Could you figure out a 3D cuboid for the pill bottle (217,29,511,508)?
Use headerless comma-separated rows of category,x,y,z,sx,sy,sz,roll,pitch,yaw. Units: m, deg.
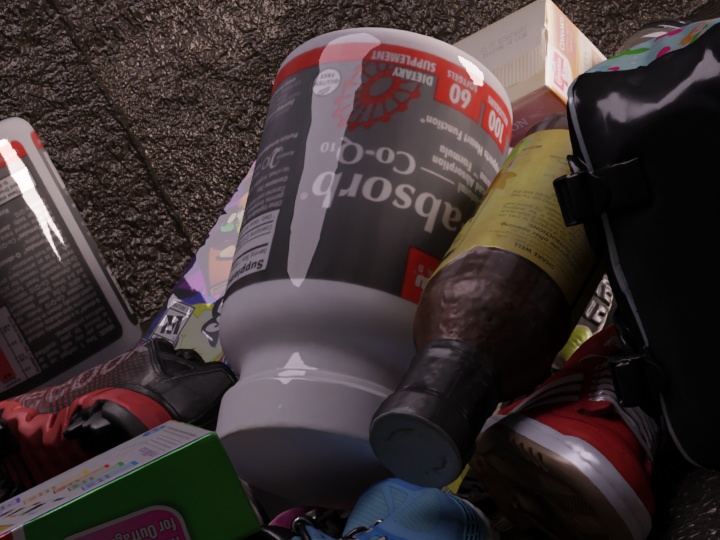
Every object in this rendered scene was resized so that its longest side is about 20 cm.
pill bottle,0.000,0.000,0.932,0.116,0.116,0.200,-22,49,48

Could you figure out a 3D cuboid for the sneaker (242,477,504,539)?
sneaker,-0.005,0.117,0.770,0.078,0.090,0.200,-47,3,17

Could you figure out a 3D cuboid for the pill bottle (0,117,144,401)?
pill bottle,-0.191,0.026,1.133,0.116,0.200,0.116,-28,6,3

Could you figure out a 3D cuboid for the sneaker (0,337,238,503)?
sneaker,-0.124,0.080,1.013,0.098,0.071,0.200,-33,12,-34

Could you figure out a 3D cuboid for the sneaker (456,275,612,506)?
sneaker,0.078,0.068,1.068,0.200,0.077,0.080,-48,-18,-47

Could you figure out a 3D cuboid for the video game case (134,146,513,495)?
video game case,0.005,0.006,1.033,0.200,0.036,0.181,21,71,36

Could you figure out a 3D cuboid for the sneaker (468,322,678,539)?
sneaker,0.113,0.065,0.865,0.112,0.071,0.200,-33,5,-8

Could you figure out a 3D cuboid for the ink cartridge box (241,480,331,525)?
ink cartridge box,-0.113,0.151,1.091,0.145,0.084,0.200,-26,7,20

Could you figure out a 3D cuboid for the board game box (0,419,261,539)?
board game box,-0.144,0.119,0.773,0.200,0.040,0.153,-26,2,-10

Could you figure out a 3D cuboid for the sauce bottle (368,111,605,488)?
sauce bottle,0.062,0.009,0.849,0.065,0.065,0.200,-23,21,41

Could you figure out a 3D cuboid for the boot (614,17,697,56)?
boot,0.171,-0.047,1.042,0.131,0.200,0.068,-28,-34,-27

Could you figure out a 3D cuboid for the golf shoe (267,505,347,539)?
golf shoe,-0.052,0.159,0.838,0.092,0.075,0.200,-30,4,23

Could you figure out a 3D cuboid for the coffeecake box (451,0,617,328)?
coffeecake box,0.101,-0.043,1.165,0.153,0.200,0.073,-25,42,31

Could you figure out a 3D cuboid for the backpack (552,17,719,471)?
backpack,0.175,-0.023,0.828,0.151,0.178,0.200,-19,0,17
